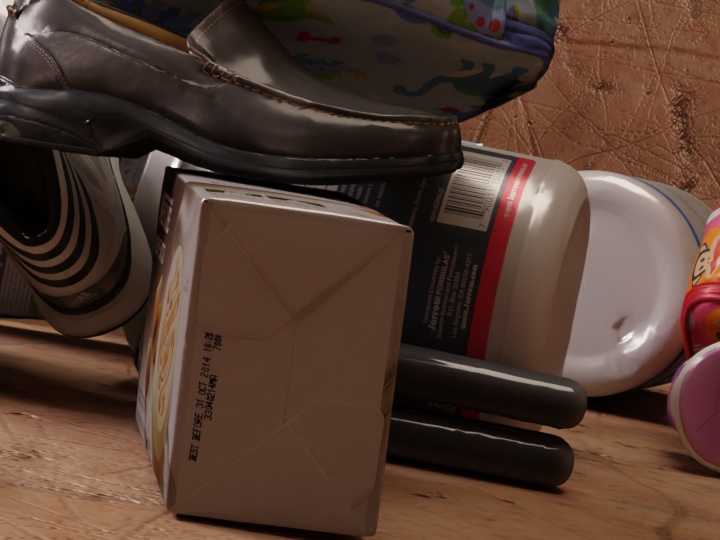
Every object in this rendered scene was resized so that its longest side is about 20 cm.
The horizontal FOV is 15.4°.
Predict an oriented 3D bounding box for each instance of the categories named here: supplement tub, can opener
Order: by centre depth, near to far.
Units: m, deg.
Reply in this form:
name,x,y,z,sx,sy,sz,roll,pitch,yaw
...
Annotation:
name,x,y,z,sx,sy,sz,roll,pitch,yaw
can opener,-0.002,0.051,1.183,0.200,0.053,0.067,12,5,-3
supplement tub,0.000,0.000,1.265,0.200,0.141,0.140,12,4,11
supplement tub,0.154,0.008,1.595,0.132,0.132,0.200,12,4,17

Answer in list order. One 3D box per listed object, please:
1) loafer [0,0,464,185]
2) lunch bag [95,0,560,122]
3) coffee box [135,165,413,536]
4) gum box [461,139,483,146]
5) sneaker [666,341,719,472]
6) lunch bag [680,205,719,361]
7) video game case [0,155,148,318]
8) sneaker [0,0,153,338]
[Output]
name,x,y,z,sx,sy,sz,roll,pitch,yaw
loafer,-0.055,-0.075,1.069,0.200,0.072,0.073,8,3,7
lunch bag,-0.021,-0.124,1.151,0.200,0.083,0.161,18,-19,-25
coffee box,-0.038,0.024,1.023,0.080,0.115,0.200,7,5,-8
gum box,-0.018,-0.016,1.428,0.200,0.045,0.170,13,-36,25
sneaker,0.244,0.074,1.377,0.200,0.081,0.088,9,-3,-14
lunch bag,0.280,0.045,1.461,0.200,0.082,0.176,9,-31,18
video game case,-0.150,-0.035,1.344,0.200,0.143,0.018,6,36,-15
sneaker,-0.153,-0.076,1.195,0.076,0.201,0.115,-25,-34,1
